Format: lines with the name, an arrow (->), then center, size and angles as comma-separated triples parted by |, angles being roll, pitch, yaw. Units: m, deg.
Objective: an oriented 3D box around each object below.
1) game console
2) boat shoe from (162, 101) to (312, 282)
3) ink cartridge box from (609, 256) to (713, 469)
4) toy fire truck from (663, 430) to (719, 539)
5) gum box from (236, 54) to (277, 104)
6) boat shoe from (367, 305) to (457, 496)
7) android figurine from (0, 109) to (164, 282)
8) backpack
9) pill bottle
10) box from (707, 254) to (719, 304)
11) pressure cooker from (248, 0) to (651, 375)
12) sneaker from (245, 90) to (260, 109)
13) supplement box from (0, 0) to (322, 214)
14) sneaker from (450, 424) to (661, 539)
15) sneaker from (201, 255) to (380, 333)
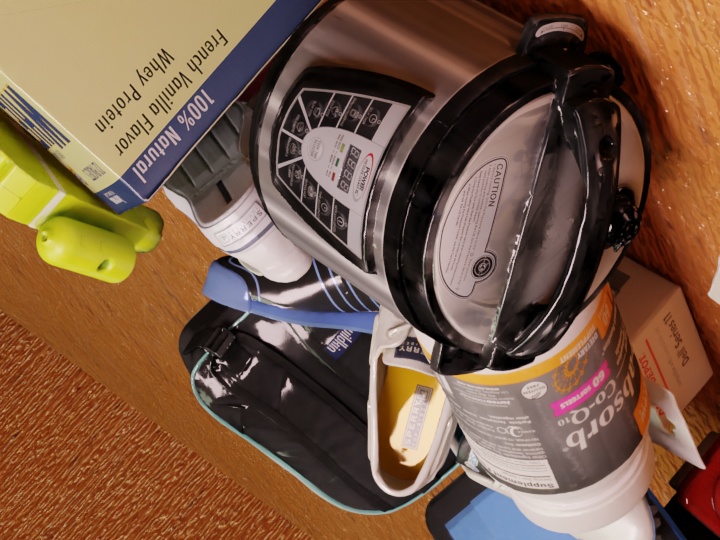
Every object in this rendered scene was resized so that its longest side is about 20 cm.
game console -> 0.140, 0.193, 1.638 | 0.200, 0.118, 0.171 | 54, 171, 16
boat shoe -> -0.072, -0.041, 1.465 | 0.067, 0.074, 0.200 | 49, -170, -21
ink cartridge box -> 0.157, 0.036, 1.585 | 0.200, 0.067, 0.117 | 33, 164, 33
toy fire truck -> 0.304, 0.169, 1.547 | 0.176, 0.129, 0.200 | 41, 178, -4
gum box -> -0.140, -0.122, 1.642 | 0.113, 0.066, 0.200 | 6, 166, -40
boat shoe -> 0.038, 0.043, 1.487 | 0.071, 0.200, 0.070 | 13, -167, 5
android figurine -> -0.208, -0.067, 1.515 | 0.182, 0.041, 0.200 | 51, -164, 31
backpack -> -0.008, 0.062, 1.692 | 0.200, 0.176, 0.153 | 41, -174, -15
pill bottle -> 0.109, 0.065, 1.446 | 0.116, 0.116, 0.200 | 30, 158, 39
box -> 0.270, 0.013, 1.078 | 0.200, 0.109, 0.128 | 38, 168, 12
pressure cooker -> 0.059, -0.054, 1.308 | 0.200, 0.179, 0.176 | 35, 162, 41
sneaker -> -0.010, -0.083, 1.489 | 0.200, 0.073, 0.112 | 135, 125, -63
supplement box -> -0.146, -0.174, 1.440 | 0.200, 0.200, 0.134 | 41, 170, -8
sneaker -> 0.109, 0.128, 1.571 | 0.200, 0.072, 0.072 | 37, 131, 31
sneaker -> 0.000, 0.000, 1.555 | 0.200, 0.078, 0.070 | 9, -175, 7
